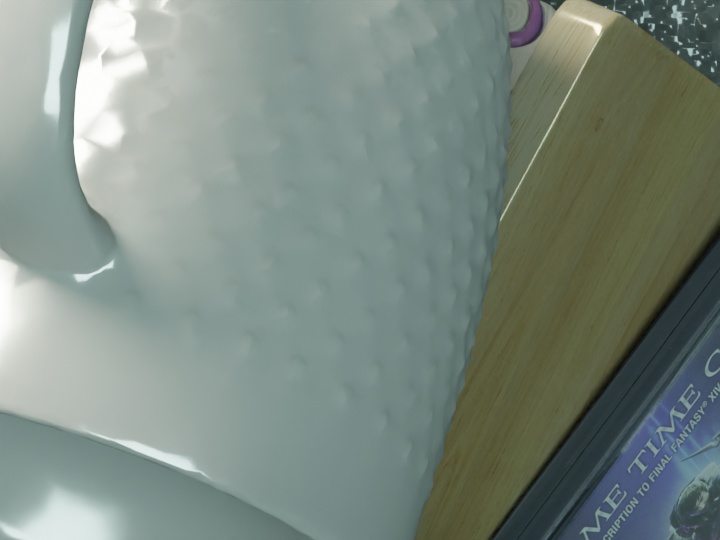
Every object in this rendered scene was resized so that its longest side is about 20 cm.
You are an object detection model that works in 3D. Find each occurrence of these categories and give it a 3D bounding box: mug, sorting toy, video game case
[{"bbox_3d":[-0.042,-0.030,0.649,0.147,0.200,0.176,11,70,19],"label":"mug"},{"bbox_3d":[0.051,0.035,0.808,0.199,0.070,0.200,27,92,-52],"label":"sorting toy"},{"bbox_3d":[0.120,0.084,0.834,0.143,0.019,0.200,-52,137,-7],"label":"video game case"}]

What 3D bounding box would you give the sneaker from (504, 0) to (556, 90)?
[{"bbox_3d":[0.000,0.000,0.848,0.200,0.075,0.100,-51,140,-12],"label":"sneaker"}]
